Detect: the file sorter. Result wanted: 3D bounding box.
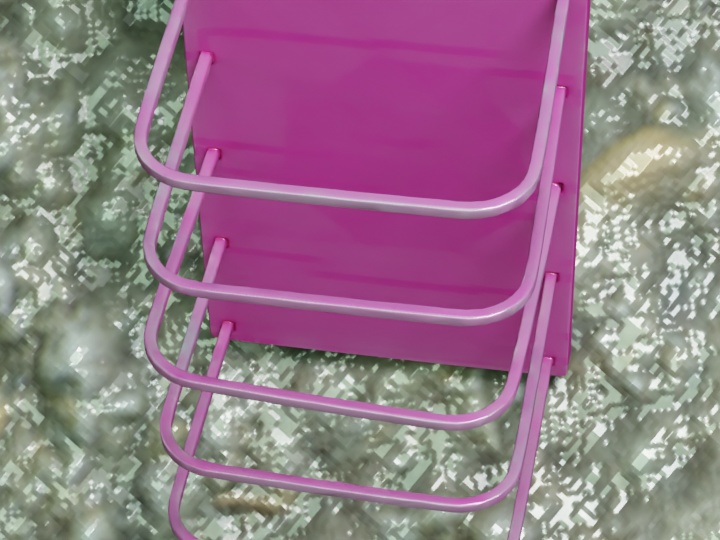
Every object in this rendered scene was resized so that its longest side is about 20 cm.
[{"bbox_3d":[0.000,0.000,0.915,0.138,0.201,0.126,6,47,7],"label":"file sorter"}]
